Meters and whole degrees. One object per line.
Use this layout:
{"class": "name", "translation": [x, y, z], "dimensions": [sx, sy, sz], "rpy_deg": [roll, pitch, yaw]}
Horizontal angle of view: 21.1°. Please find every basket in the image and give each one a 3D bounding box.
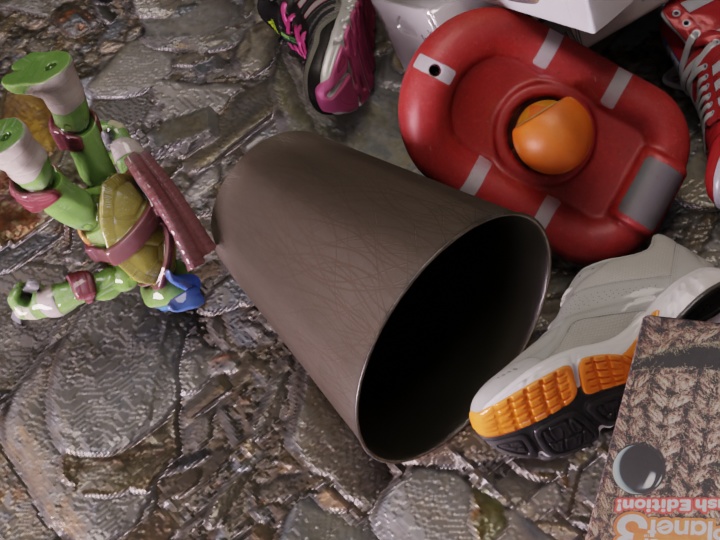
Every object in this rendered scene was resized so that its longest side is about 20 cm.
{"class": "basket", "translation": [0.000, 0.000, 1.273], "dimensions": [0.200, 0.136, 0.181], "rpy_deg": [36, 95, 42]}

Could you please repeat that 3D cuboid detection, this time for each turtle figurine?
{"class": "turtle figurine", "translation": [-0.207, -0.047, 1.320], "dimensions": [0.144, 0.194, 0.200], "rpy_deg": [-38, 40, -10]}

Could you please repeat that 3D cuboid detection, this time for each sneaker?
{"class": "sneaker", "translation": [0.245, -0.122, 1.343], "dimensions": [0.112, 0.072, 0.201], "rpy_deg": [15, 49, 21]}
{"class": "sneaker", "translation": [0.147, 0.046, 1.241], "dimensions": [0.199, 0.076, 0.092], "rpy_deg": [-27, 41, -17]}
{"class": "sneaker", "translation": [-0.037, -0.187, 1.477], "dimensions": [0.087, 0.074, 0.201], "rpy_deg": [-6, 45, 10]}

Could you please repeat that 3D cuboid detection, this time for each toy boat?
{"class": "toy boat", "translation": [0.120, -0.090, 1.264], "dimensions": [0.199, 0.131, 0.131], "rpy_deg": [29, 92, 0]}

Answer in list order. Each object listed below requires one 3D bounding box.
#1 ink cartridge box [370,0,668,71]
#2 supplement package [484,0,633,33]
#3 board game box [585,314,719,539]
{"class": "ink cartridge box", "translation": [0.124, -0.205, 1.400], "dimensions": [0.199, 0.084, 0.145], "rpy_deg": [-30, 19, -9]}
{"class": "supplement package", "translation": [0.105, -0.250, 1.271], "dimensions": [0.109, 0.114, 0.199], "rpy_deg": [-40, 40, -23]}
{"class": "board game box", "translation": [0.223, 0.140, 1.115], "dimensions": [0.158, 0.097, 0.201], "rpy_deg": [5, 53, 20]}
